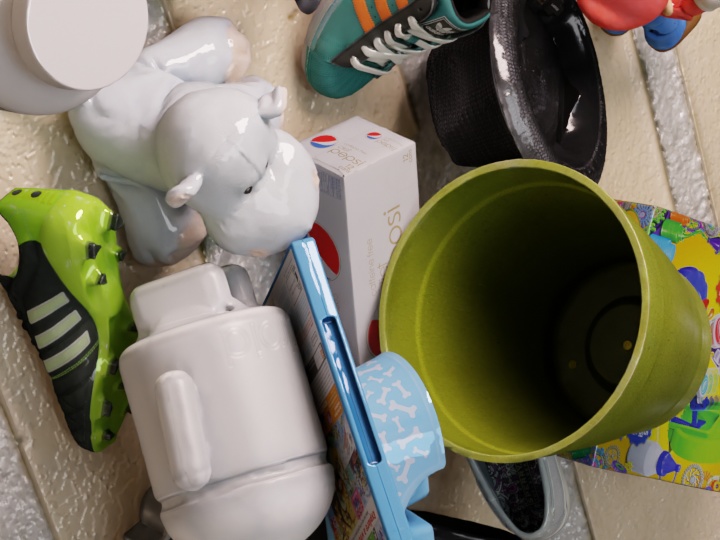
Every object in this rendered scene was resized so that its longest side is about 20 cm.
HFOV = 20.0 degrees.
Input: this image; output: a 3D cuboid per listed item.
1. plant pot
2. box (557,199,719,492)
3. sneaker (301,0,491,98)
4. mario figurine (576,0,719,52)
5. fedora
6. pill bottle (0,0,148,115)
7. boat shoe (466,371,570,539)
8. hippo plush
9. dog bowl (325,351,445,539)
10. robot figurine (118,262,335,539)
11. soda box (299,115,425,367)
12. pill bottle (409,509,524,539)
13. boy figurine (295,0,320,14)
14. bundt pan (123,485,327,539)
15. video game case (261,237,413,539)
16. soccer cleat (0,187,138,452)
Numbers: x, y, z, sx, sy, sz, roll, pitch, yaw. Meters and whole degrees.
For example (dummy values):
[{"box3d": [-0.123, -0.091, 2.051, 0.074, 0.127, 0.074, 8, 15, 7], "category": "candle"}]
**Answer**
[{"box3d": [0.147, 0.040, 1.416, 0.193, 0.200, 0.201, 16, 88, -57], "category": "plant pot"}, {"box3d": [0.225, 0.058, 1.607, 0.192, 0.122, 0.200, 14, 89, -41], "category": "box"}, {"box3d": [0.035, -0.178, 1.379, 0.071, 0.080, 0.200, 10, 132, -44], "category": "sneaker"}, {"box3d": [0.212, -0.224, 1.503, 0.200, 0.123, 0.106, 21, 54, -79], "category": "mario figurine"}, {"box3d": [0.105, -0.131, 1.473, 0.201, 0.091, 0.201, 38, 44, -50], "category": "fedora"}, {"box3d": [-0.207, -0.148, 1.169, 0.112, 0.200, 0.113, -8, 102, -38], "category": "pill bottle"}, {"box3d": [0.100, 0.103, 1.500, 0.072, 0.070, 0.201, 7, 61, -78], "category": "boat shoe"}, {"box3d": [-0.093, -0.093, 1.297, 0.159, 0.161, 0.200, -51, 125, -20], "category": "hippo plush"}, {"box3d": [0.014, 0.157, 1.368, 0.049, 0.111, 0.200, -13, 107, -23], "category": "dog bowl"}, {"box3d": [-0.083, 0.098, 1.285, 0.170, 0.113, 0.200, -2, 75, -68], "category": "robot figurine"}, {"box3d": [0.000, 0.000, 1.424, 0.068, 0.064, 0.200, -28, 128, -33], "category": "soda box"}, {"box3d": [0.053, 0.286, 1.513, 0.112, 0.112, 0.200, 13, 89, -40], "category": "pill bottle"}, {"box3d": [-0.112, -0.216, 1.302, 0.200, 0.124, 0.065, 12, 60, -19], "category": "boy figurine"}, {"box3d": [-0.082, 0.203, 1.412, 0.202, 0.076, 0.202, -7, 102, -37], "category": "bundt pan"}, {"box3d": [-0.017, 0.094, 1.300, 0.018, 0.143, 0.200, -14, 75, -15], "category": "video game case"}, {"box3d": [-0.186, 0.029, 1.309, 0.068, 0.081, 0.200, -52, 149, -45], "category": "soccer cleat"}]
